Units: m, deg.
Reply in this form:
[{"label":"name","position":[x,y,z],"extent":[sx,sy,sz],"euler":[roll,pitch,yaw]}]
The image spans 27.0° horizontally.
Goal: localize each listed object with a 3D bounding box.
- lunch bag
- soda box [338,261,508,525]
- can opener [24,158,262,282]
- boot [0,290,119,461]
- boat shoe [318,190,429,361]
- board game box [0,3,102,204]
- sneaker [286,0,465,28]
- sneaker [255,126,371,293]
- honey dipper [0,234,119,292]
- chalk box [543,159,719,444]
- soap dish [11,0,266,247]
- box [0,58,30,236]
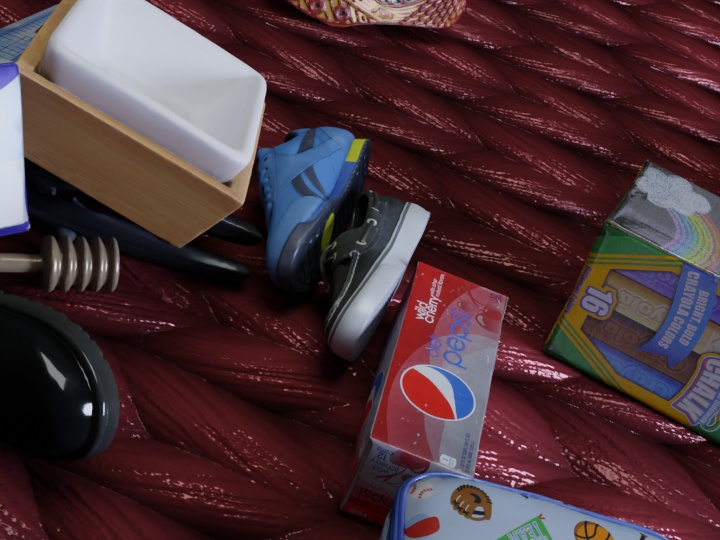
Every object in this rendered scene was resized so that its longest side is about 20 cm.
[{"label":"lunch bag","position":[0.101,0.200,0.820],"extent":[0.200,0.076,0.160],"euler":[16,36,-7]},{"label":"soda box","position":[0.043,0.080,0.962],"extent":[0.070,0.064,0.200],"euler":[21,33,-1]},{"label":"can opener","position":[-0.165,-0.039,1.023],"extent":[0.200,0.064,0.079],"euler":[25,6,-12]},{"label":"boot","position":[-0.253,0.059,0.812],"extent":[0.211,0.080,0.158],"euler":[26,26,25]},{"label":"boat shoe","position":[0.000,0.000,1.051],"extent":[0.057,0.069,0.200],"euler":[26,27,2]},{"label":"board game box","position":[-0.194,-0.137,1.136],"extent":[0.200,0.062,0.200],"euler":[22,35,1]},{"label":"sneaker","position":[0.001,-0.267,1.436],"extent":[0.200,0.073,0.077],"euler":[9,14,-25]},{"label":"sneaker","position":[-0.050,-0.048,1.095],"extent":[0.078,0.066,0.200],"euler":[14,32,6]},{"label":"honey dipper","position":[-0.254,-0.006,0.950],"extent":[0.200,0.038,0.038],"euler":[1,39,-21]},{"label":"chalk box","position":[0.259,0.033,1.094],"extent":[0.200,0.124,0.124],"euler":[29,34,10]},{"label":"soap dish","position":[-0.144,-0.106,0.977],"extent":[0.157,0.081,0.200],"euler":[31,21,-13]},{"label":"box","position":[-0.325,-0.073,0.877],"extent":[0.184,0.105,0.200],"euler":[-16,22,-42]}]
